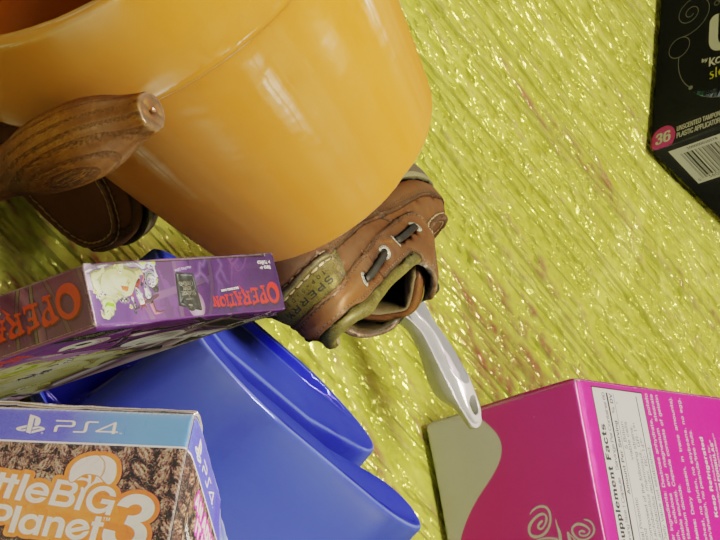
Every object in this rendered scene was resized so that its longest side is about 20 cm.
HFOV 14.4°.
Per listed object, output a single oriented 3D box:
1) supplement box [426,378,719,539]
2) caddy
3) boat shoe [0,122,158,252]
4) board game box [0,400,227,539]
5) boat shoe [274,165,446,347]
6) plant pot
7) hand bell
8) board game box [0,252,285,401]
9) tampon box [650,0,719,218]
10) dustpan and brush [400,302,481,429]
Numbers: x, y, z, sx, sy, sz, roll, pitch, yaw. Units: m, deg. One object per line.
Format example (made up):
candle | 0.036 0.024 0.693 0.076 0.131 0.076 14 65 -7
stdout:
supplement box | 0.139 0.124 1.568 0.200 0.101 0.104 11 65 -52
caddy | -0.069 0.087 1.274 0.200 0.105 0.141 43 8 -35
boat shoe | -0.170 -0.084 1.269 0.200 0.072 0.068 54 39 -7
board game box | -0.115 0.178 1.118 0.160 0.097 0.200 81 15 -51
boat shoe | 0.000 0.000 1.350 0.068 0.072 0.200 46 23 10
plant pot | -0.065 -0.108 1.205 0.183 0.200 0.200 52 37 -37
hand bell | -0.157 -0.030 1.129 0.104 0.200 0.104 30 50 -45
board game box | -0.142 0.033 1.119 0.120 0.200 0.032 2 73 -54
tampon box | 0.290 -0.145 1.882 0.126 0.150 0.200 41 43 -38
dustpan and brush | 0.005 -0.005 1.478 0.140 0.057 0.200 -28 97 -57
